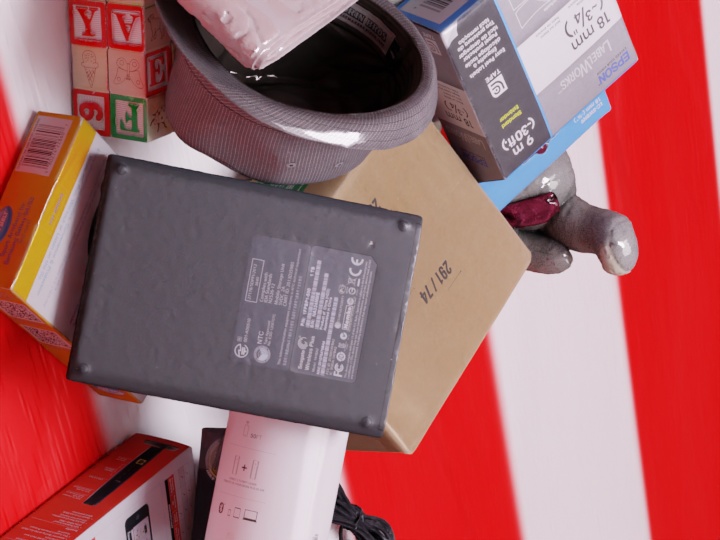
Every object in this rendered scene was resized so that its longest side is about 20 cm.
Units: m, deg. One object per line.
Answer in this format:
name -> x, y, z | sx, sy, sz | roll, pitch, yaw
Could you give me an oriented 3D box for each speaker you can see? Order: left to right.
speaker -> -0.045, 0.091, 1.535 | 0.081, 0.081, 0.202 | 13, 87, -61

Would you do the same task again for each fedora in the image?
fedora -> -0.052, -0.116, 1.483 | 0.199, 0.177, 0.091 | -5, 140, -38

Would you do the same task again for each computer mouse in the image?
computer mouse -> -0.025, 0.271, 1.856 | 0.140, 0.046, 0.202 | 37, 54, -54

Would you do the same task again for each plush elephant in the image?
plush elephant -> 0.089, -0.061, 1.860 | 0.154, 0.199, 0.166 | -25, 109, -30

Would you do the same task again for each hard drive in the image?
hard drive -> -0.072, 0.016, 1.474 | 0.033, 0.198, 0.141 | -173, -86, -81

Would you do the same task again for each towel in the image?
towel -> -0.086, -0.223, 1.466 | 0.032, 0.200, 0.191 | -52, 172, 38

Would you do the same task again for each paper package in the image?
paper package -> 0.000, 0.000, 1.690 | 0.191, 0.103, 0.201 | 51, 58, -29

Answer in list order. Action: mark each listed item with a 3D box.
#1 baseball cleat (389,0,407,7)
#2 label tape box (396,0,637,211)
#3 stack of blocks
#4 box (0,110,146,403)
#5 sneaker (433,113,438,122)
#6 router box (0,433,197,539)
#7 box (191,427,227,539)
baseball cleat -> -0.010, -0.181, 1.725 | 0.200, 0.106, 0.070 | 90, -17, -67
label tape box -> 0.123, -0.142, 1.708 | 0.144, 0.063, 0.201 | -42, 129, -19
stack of blocks -> -0.106, -0.164, 1.554 | 0.200, 0.058, 0.116 | -28, 123, -55
box -> -0.166, -0.001, 1.520 | 0.200, 0.041, 0.120 | 52, 54, -57
sneaker -> 0.081, -0.199, 1.755 | 0.201, 0.088, 0.081 | 85, -7, -49
router box -> -0.169, 0.236, 1.576 | 0.179, 0.049, 0.201 | -37, 130, -52
box -> -0.073, 0.211, 1.669 | 0.200, 0.049, 0.162 | 55, 39, -69
